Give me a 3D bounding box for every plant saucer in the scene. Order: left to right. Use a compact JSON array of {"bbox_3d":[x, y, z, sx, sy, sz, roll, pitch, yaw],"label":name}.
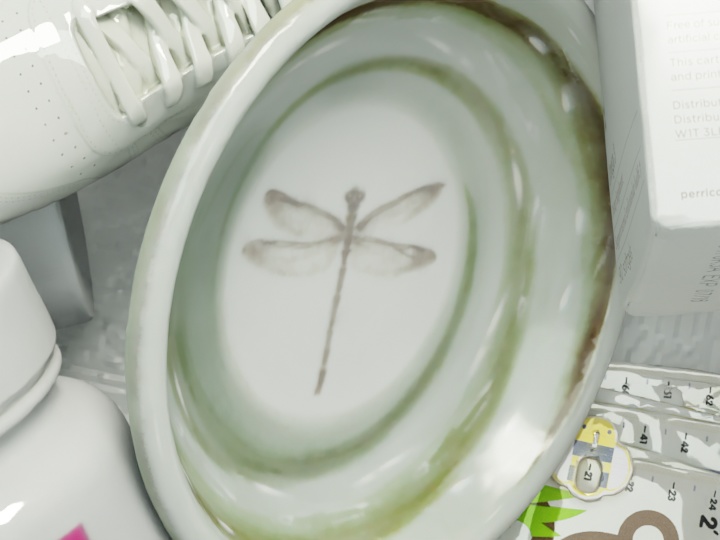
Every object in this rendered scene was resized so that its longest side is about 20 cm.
[{"bbox_3d":[0.000,0.000,0.764,0.050,0.200,0.201,21,76,43],"label":"plant saucer"}]

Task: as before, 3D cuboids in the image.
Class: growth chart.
[{"bbox_3d":[0.064,0.087,0.826,0.199,0.018,0.146,2,79,2],"label":"growth chart"}]

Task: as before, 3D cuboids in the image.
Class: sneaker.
[{"bbox_3d":[-0.052,-0.077,0.753,0.200,0.080,0.077,-38,113,-35],"label":"sneaker"}]

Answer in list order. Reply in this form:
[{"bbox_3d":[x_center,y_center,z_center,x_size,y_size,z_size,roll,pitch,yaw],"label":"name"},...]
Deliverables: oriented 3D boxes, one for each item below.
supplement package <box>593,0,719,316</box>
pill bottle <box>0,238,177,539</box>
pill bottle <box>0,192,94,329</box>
[{"bbox_3d":[0.122,-0.099,0.716,0.117,0.117,0.201,-4,78,2],"label":"supplement package"},{"bbox_3d":[-0.100,0.100,0.735,0.113,0.113,0.201,-24,110,-4],"label":"pill bottle"},{"bbox_3d":[-0.186,-0.004,0.802,0.199,0.112,0.113,-11,78,-2],"label":"pill bottle"}]
